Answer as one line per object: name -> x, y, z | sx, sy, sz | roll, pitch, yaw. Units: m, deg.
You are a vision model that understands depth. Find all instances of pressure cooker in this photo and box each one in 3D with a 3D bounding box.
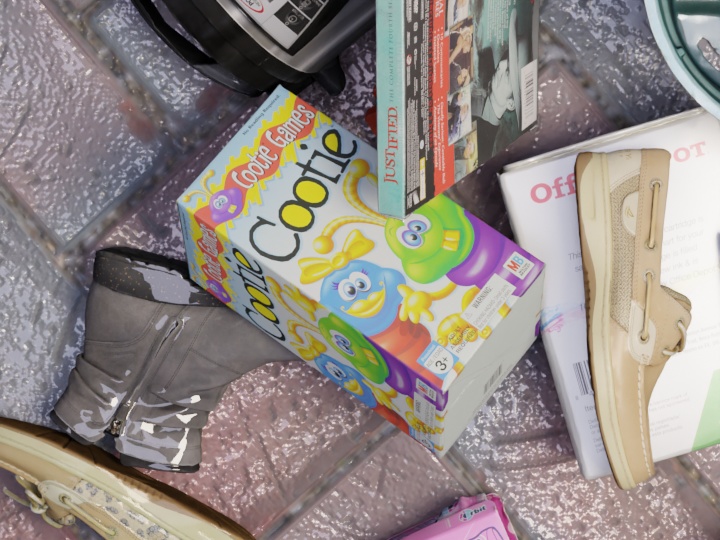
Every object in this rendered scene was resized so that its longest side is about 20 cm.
pressure cooker -> -0.051, -0.206, 1.350 | 0.199, 0.178, 0.177 | -36, 64, 18

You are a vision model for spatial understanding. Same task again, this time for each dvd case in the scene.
dvd case -> 0.060, -0.128, 1.302 | 0.022, 0.200, 0.147 | 9, 113, 26

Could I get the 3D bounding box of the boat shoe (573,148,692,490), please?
boat shoe -> 0.165, 0.028, 1.314 | 0.064, 0.071, 0.202 | -5, 91, 5

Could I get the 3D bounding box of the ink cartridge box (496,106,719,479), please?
ink cartridge box -> 0.179, 0.011, 1.391 | 0.144, 0.088, 0.202 | -16, 94, 4

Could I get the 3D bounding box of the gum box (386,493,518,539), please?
gum box -> 0.071, 0.250, 1.421 | 0.113, 0.066, 0.201 | -23, 91, 6

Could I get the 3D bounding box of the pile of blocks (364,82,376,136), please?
pile of blocks -> 0.040, -0.119, 1.397 | 0.062, 0.082, 0.202 | 15, 94, 3

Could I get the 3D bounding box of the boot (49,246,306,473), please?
boot -> -0.094, 0.070, 1.431 | 0.198, 0.070, 0.133 | 15, 97, 14

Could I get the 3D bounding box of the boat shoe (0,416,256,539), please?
boat shoe -> -0.164, 0.156, 1.430 | 0.199, 0.073, 0.063 | 27, 92, 2

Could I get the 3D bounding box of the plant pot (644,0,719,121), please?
plant pot -> 0.262, -0.170, 1.320 | 0.198, 0.196, 0.202 | 0, 92, 5

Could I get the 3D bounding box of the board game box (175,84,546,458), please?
board game box -> 0.000, 0.000, 1.333 | 0.199, 0.103, 0.105 | 34, 69, 17
